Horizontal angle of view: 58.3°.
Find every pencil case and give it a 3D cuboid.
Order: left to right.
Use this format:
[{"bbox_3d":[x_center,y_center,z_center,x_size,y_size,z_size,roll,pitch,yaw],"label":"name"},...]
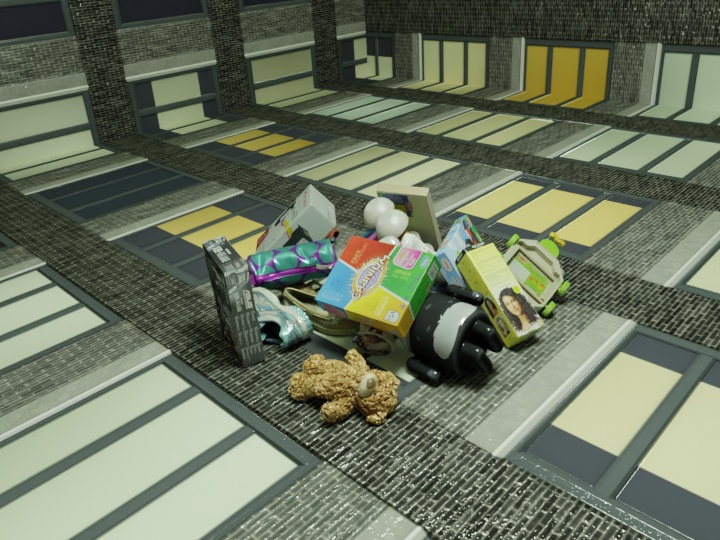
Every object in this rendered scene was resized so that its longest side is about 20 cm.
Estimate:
[{"bbox_3d":[-0.142,-0.010,1.386,0.194,0.087,0.093,-12,23,-5],"label":"pencil case"},{"bbox_3d":[0.034,0.061,1.237,0.088,0.078,0.204,-13,50,31],"label":"pencil case"}]

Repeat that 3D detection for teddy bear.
[{"bbox_3d":[-0.032,0.189,1.091,0.143,0.068,0.198,-27,34,-34],"label":"teddy bear"}]

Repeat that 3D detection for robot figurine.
[{"bbox_3d":[0.156,0.112,1.156,0.197,0.128,0.148,20,32,40],"label":"robot figurine"}]

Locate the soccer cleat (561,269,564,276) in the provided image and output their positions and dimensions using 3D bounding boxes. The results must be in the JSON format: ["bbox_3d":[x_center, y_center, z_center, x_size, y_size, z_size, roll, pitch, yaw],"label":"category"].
[{"bbox_3d":[0.352,0.020,1.387,0.194,0.080,0.069,4,-16,-21],"label":"soccer cleat"}]

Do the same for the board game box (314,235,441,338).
[{"bbox_3d":[0.030,0.024,1.183,0.196,0.041,0.155,14,64,38],"label":"board game box"}]

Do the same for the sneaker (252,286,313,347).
[{"bbox_3d":[-0.190,0.095,1.295,0.197,0.080,0.086,17,36,37],"label":"sneaker"}]

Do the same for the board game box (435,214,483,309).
[{"bbox_3d":[0.228,-0.012,1.367,0.036,0.153,0.200,-27,13,33],"label":"board game box"}]

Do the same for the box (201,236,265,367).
[{"bbox_3d":[-0.243,0.057,1.235,0.049,0.205,0.157,-17,28,-22],"label":"box"}]

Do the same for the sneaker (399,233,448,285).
[{"bbox_3d":[0.147,-0.024,1.360,0.097,0.199,0.077,0,69,30],"label":"sneaker"}]

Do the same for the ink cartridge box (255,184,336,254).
[{"bbox_3d":[-0.155,-0.089,1.528,0.200,0.083,0.147,-44,21,14],"label":"ink cartridge box"}]

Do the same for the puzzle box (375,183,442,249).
[{"bbox_3d":[0.121,-0.128,1.568,0.130,0.202,0.026,10,57,24],"label":"puzzle box"}]

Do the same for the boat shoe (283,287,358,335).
[{"bbox_3d":[-0.072,0.080,1.319,0.196,0.065,0.073,11,30,28],"label":"boat shoe"}]

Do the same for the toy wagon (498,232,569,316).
[{"bbox_3d":[0.360,-0.004,1.337,0.155,0.040,0.200,43,57,7],"label":"toy wagon"}]

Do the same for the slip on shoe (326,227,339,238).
[{"bbox_3d":[-0.102,-0.059,1.607,0.060,0.075,0.201,31,36,-2],"label":"slip on shoe"}]

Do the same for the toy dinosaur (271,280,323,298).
[{"bbox_3d":[-0.145,0.036,1.427,0.195,0.060,0.101,10,30,26],"label":"toy dinosaur"}]

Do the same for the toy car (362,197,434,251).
[{"bbox_3d":[0.067,-0.055,1.499,0.150,0.175,0.200,-43,31,3],"label":"toy car"}]

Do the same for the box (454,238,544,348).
[{"bbox_3d":[0.265,0.041,1.240,0.074,0.050,0.203,-18,66,-27],"label":"box"}]

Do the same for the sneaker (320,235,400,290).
[{"bbox_3d":[0.000,0.000,1.344,0.199,0.088,0.076,-42,62,10],"label":"sneaker"}]

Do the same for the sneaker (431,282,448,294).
[{"bbox_3d":[0.132,0.043,1.339,0.194,0.084,0.070,-9,24,-11],"label":"sneaker"}]
